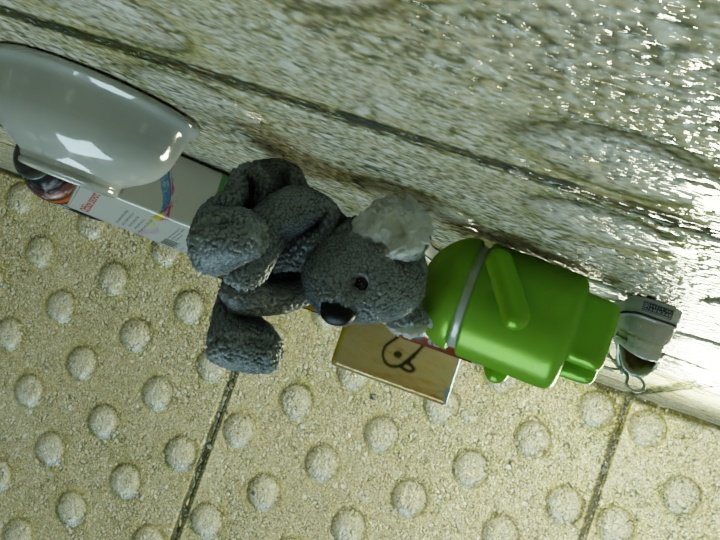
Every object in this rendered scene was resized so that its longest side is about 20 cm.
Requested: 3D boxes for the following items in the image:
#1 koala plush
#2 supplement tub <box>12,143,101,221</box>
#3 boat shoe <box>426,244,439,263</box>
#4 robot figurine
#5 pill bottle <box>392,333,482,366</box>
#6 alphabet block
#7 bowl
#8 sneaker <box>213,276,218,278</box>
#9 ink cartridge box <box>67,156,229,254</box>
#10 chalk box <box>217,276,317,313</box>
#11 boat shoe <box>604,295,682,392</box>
[{"bbox_3d":[-0.028,-0.010,0.856,0.198,0.185,0.179,9,133,14],"label":"koala plush"},{"bbox_3d":[-0.417,-0.142,1.371,0.106,0.108,0.200,19,175,16],"label":"supplement tub"},{"bbox_3d":[0.066,0.003,1.152,0.070,0.071,0.200,18,175,20],"label":"boat shoe"},{"bbox_3d":[0.144,0.040,0.916,0.198,0.117,0.176,21,160,11],"label":"robot figurine"},{"bbox_3d":[0.148,0.069,1.351,0.198,0.113,0.112,18,176,21],"label":"pill bottle"},{"bbox_3d":[0.072,0.100,1.607,0.198,0.197,0.196,19,174,-1],"label":"alphabet block"},{"bbox_3d":[-0.257,-0.126,0.881,0.199,0.091,0.201,20,177,1],"label":"bowl"},{"bbox_3d":[-0.264,-0.048,1.775,0.199,0.122,0.083,17,176,42],"label":"sneaker"},{"bbox_3d":[-0.254,-0.093,1.190,0.198,0.085,0.145,23,164,-19],"label":"ink cartridge box"},{"bbox_3d":[-0.111,-0.011,1.514,0.124,0.125,0.200,17,176,29],"label":"chalk box"},{"bbox_3d":[0.290,0.083,0.992,0.074,0.087,0.202,19,176,8],"label":"boat shoe"}]
